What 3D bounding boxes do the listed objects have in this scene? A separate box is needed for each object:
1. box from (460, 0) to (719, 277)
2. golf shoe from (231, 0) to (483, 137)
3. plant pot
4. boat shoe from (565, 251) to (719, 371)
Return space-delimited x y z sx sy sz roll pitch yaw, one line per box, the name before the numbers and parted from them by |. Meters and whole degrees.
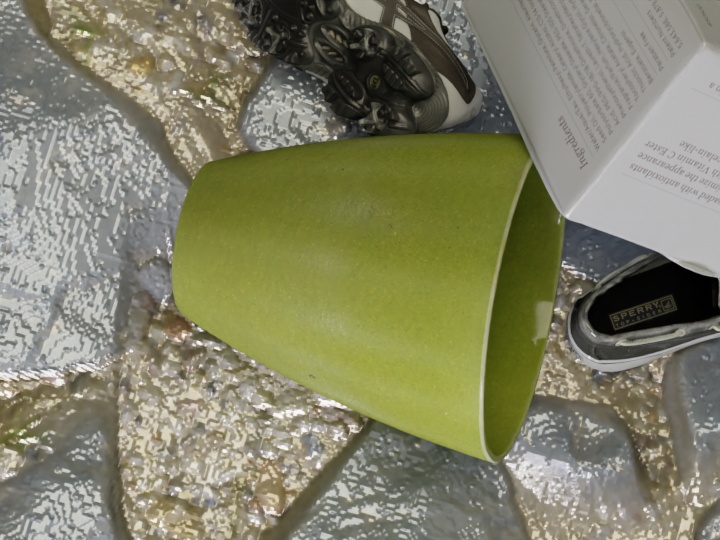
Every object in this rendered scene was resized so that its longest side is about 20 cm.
box | 0.191 -0.109 1.385 0.198 0.131 0.200 18 33 -33
golf shoe | -0.004 -0.147 1.505 0.200 0.094 0.078 52 122 30
plant pot | 0.000 0.000 1.421 0.199 0.187 0.188 10 75 15
boat shoe | 0.219 0.005 1.471 0.199 0.064 0.071 -24 78 -8
